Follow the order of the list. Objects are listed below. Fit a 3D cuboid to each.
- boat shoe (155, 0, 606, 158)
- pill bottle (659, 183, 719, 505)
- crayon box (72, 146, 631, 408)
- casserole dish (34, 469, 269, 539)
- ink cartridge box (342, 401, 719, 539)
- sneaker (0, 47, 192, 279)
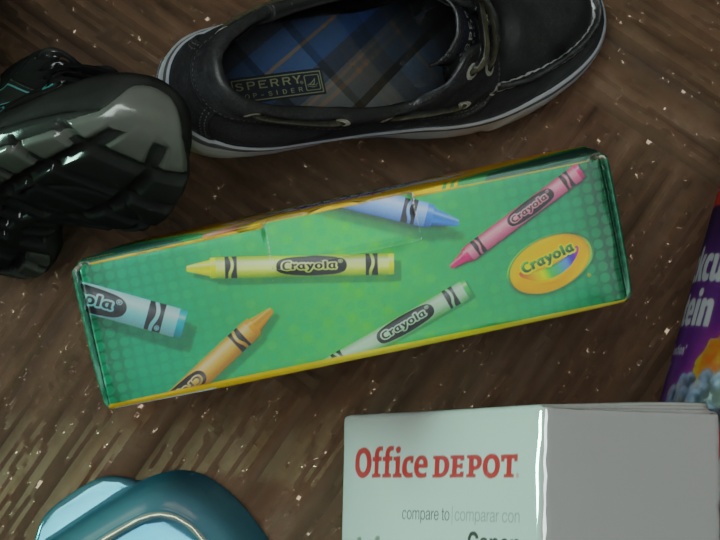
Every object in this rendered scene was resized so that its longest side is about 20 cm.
[{"bbox_3d":[0.019,-0.089,0.805,0.199,0.066,0.070,-10,86,-24],"label":"boat shoe"},{"bbox_3d":[0.186,0.000,0.793,0.111,0.111,0.201,16,85,7],"label":"pill bottle"},{"bbox_3d":[0.000,0.000,0.804,0.199,0.119,0.059,-12,93,4],"label":"crayon box"},{"bbox_3d":[-0.069,0.175,0.835,0.121,0.039,0.200,-33,81,1],"label":"casserole dish"},{"bbox_3d":[0.058,0.150,0.765,0.082,0.146,0.201,4,83,-30],"label":"ink cartridge box"},{"bbox_3d":[-0.120,-0.054,0.799,0.075,0.200,0.080,23,70,-26],"label":"sneaker"}]
